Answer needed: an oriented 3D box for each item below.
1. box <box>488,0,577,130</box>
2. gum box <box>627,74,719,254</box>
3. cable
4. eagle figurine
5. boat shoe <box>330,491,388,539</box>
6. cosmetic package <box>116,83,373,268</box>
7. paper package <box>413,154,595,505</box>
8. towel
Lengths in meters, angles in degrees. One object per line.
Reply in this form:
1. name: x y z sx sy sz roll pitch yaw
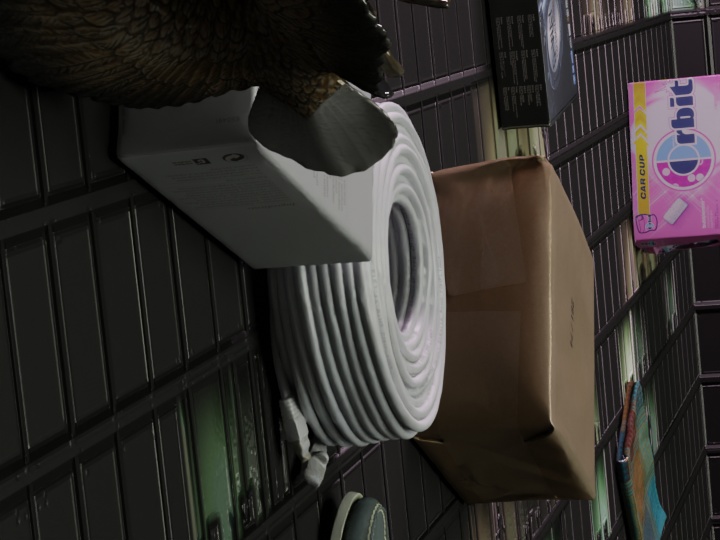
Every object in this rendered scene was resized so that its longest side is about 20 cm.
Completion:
1. box: 0.145 -0.233 1.931 0.160 0.043 0.202 -42 127 -71
2. gum box: 0.375 -0.119 2.611 0.066 0.113 0.202 32 55 -71
3. cable: 0.000 0.000 1.296 0.200 0.069 0.201 -59 142 -64
4. eagle figurine: -0.048 -0.116 0.924 0.152 0.151 0.200 -53 169 25
5. boat shoe: 0.016 0.230 1.314 0.073 0.061 0.202 27 61 -72
6. cosmetic package: -0.053 -0.076 1.117 0.200 0.071 0.102 44 44 -67
7. paper package: 0.107 0.049 1.617 0.191 0.103 0.201 53 35 -63
8. towel: 0.308 0.241 2.456 0.147 0.022 0.201 -73 154 -53
